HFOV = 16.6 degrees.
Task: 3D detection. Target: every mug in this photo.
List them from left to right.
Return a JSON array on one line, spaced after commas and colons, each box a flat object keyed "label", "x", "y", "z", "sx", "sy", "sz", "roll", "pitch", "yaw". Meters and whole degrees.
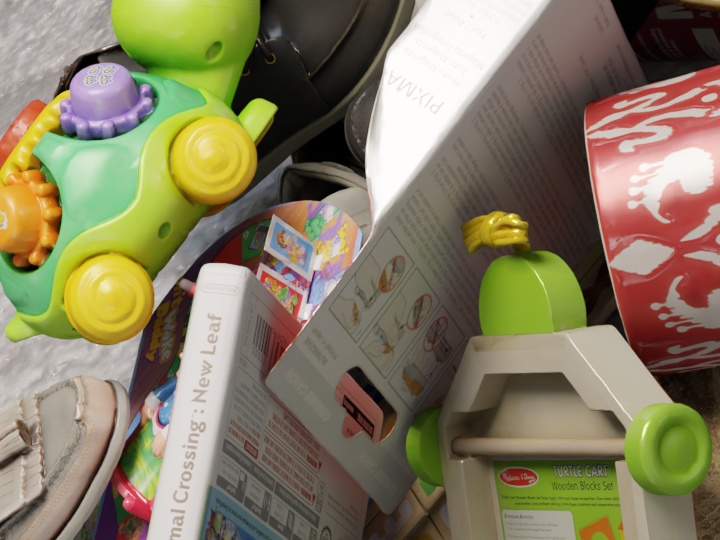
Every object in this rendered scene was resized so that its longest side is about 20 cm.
[{"label": "mug", "x": 0.197, "y": -0.025, "z": 0.944, "sx": 0.200, "sy": 0.178, "sz": 0.134, "roll": -12, "pitch": 71, "yaw": 10}]

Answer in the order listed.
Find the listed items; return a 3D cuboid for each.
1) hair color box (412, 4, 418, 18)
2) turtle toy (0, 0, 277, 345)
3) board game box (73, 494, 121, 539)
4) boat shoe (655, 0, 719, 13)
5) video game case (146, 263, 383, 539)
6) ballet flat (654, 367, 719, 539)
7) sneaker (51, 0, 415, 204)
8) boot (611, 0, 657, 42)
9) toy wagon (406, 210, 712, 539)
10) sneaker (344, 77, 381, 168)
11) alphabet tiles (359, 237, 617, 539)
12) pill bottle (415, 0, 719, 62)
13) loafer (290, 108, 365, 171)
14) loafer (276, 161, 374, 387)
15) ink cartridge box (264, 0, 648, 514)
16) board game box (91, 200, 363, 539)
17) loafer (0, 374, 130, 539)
[{"label": "hair color box", "x": -0.028, "y": -0.179, "z": 1.350, "sx": 0.200, "sy": 0.102, "sz": 0.061, "roll": -11, "pitch": 44, "yaw": 33}, {"label": "turtle toy", "x": -0.104, "y": -0.053, "z": 1.118, "sx": 0.200, "sy": 0.101, "sz": 0.146, "roll": -54, "pitch": 4, "yaw": -7}, {"label": "board game box", "x": -0.104, "y": 0.149, "z": 1.119, "sx": 0.134, "sy": 0.034, "sz": 0.200, "roll": -32, "pitch": 36, "yaw": 11}, {"label": "boat shoe", "x": 0.113, "y": -0.141, "z": 0.973, "sx": 0.201, "sy": 0.072, "sz": 0.066, "roll": 17, "pitch": 100, "yaw": 37}, {"label": "video game case", "x": -0.039, "y": 0.113, "z": 0.923, "sx": 0.022, "sy": 0.200, "sz": 0.182, "roll": 5, "pitch": 74, "yaw": 16}, {"label": "ballet flat", "x": 0.144, "y": 0.066, "z": 0.964, "sx": 0.065, "sy": 0.071, "sz": 0.200, "roll": -14, "pitch": 44, "yaw": 10}, {"label": "sneaker", "x": -0.061, "y": -0.105, "z": 1.197, "sx": 0.200, "sy": 0.106, "sz": 0.075, "roll": -47, "pitch": 51, "yaw": 31}, {"label": "boot", "x": 0.136, "y": -0.147, "z": 1.037, "sx": 0.163, "sy": 0.073, "sz": 0.198, "roll": -50, "pitch": 64, "yaw": 17}, {"label": "toy wagon", "x": 0.074, "y": 0.076, "z": 0.914, "sx": 0.039, "sy": 0.201, "sz": 0.155, "roll": -7, "pitch": 1, "yaw": -32}, {"label": "sneaker", "x": 0.071, "y": -0.070, "z": 1.124, "sx": 0.200, "sy": 0.082, "sz": 0.073, "roll": 6, "pitch": 77, "yaw": 34}, {"label": "alphabet tiles", "x": 0.038, "y": 0.060, "z": 1.062, "sx": 0.200, "sy": 0.006, "sz": 0.166, "roll": -49, "pitch": 23, "yaw": 6}, {"label": "pill bottle", "x": 0.130, "y": -0.151, "z": 1.145, "sx": 0.200, "sy": 0.110, "sz": 0.110, "roll": 1, "pitch": 51, "yaw": 29}, {"label": "loafer", "x": -0.018, "y": -0.082, "z": 1.264, "sx": 0.200, "sy": 0.073, "sz": 0.072, "roll": 9, "pitch": 62, "yaw": 48}, {"label": "loafer", "x": 0.000, "y": 0.000, "z": 1.123, "sx": 0.070, "sy": 0.070, "sz": 0.200, "roll": -50, "pitch": 21, "yaw": 4}, {"label": "ink cartridge box", "x": 0.034, "y": -0.020, "z": 0.962, "sx": 0.057, "sy": 0.163, "sz": 0.200, "roll": 37, "pitch": 82, "yaw": 29}, {"label": "board game box", "x": -0.075, "y": 0.052, "z": 1.085, "sx": 0.158, "sy": 0.039, "sz": 0.200, "roll": -20, "pitch": 49, "yaw": 46}, {"label": "loafer", "x": -0.177, "y": 0.113, "z": 1.115, "sx": 0.200, "sy": 0.063, "sz": 0.072, "roll": -47, "pitch": 34, "yaw": 34}]
